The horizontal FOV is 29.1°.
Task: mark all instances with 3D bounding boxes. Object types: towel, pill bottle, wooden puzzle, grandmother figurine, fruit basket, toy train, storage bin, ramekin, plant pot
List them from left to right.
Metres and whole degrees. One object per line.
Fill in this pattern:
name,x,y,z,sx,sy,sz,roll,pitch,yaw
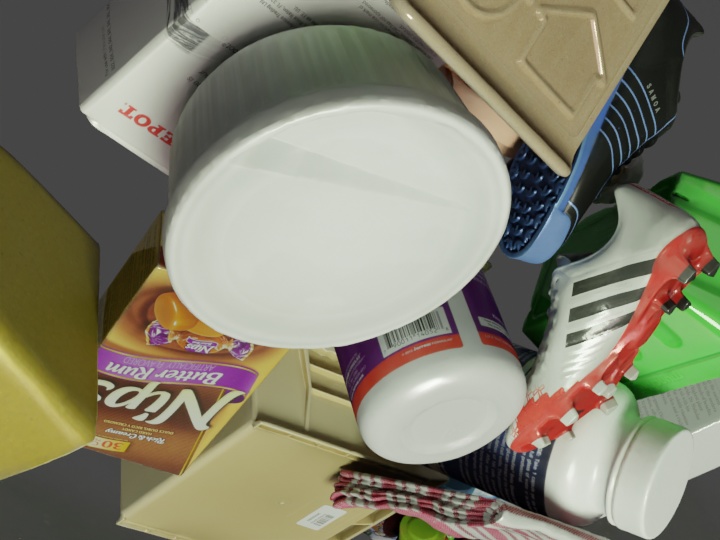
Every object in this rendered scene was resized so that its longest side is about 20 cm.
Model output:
plant pot,-0.296,0.011,0.869,0.195,0.195,0.200,-20,132,8
storage bin,-0.064,0.148,1.119,0.198,0.094,0.200,23,136,-34
ramekin,-0.020,-0.052,0.806,0.202,0.094,0.203,-9,140,-8
pill bottle,0.031,0.022,0.932,0.112,0.200,0.113,-11,143,-9
toy train,0.040,0.248,1.147,0.084,0.200,0.116,24,134,10
towel,0.087,0.186,1.010,0.146,0.030,0.200,23,166,-34
grandmother figurine,0.115,-0.096,0.946,0.200,0.061,0.121,22,122,-32
pill bottle,0.133,0.120,1.008,0.200,0.111,0.111,20,151,32
wooden puzzle,0.107,-0.183,0.799,0.185,0.046,0.200,38,77,-41
fruit basket,0.253,0.026,1.022,0.215,0.156,0.216,17,154,8

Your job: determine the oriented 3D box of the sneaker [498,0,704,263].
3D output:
sneaker,0.160,-0.090,0.903,0.078,0.070,0.200,22,94,-29

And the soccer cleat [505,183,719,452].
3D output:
soccer cleat,0.148,0.034,0.904,0.069,0.085,0.200,-5,135,-51

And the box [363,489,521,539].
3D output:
box,0.086,0.186,1.261,0.200,0.038,0.137,-26,136,14

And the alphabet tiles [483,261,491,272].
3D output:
alphabet tiles,0.000,0.000,1.061,0.200,0.006,0.166,-39,133,26

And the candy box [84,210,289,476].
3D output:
candy box,-0.131,0.057,0.961,0.116,0.057,0.200,20,133,-24

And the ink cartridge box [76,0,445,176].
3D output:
ink cartridge box,-0.053,-0.142,0.834,0.200,0.084,0.145,-36,133,22

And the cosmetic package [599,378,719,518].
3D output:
cosmetic package,0.267,0.120,1.189,0.200,0.102,0.071,-27,137,16
